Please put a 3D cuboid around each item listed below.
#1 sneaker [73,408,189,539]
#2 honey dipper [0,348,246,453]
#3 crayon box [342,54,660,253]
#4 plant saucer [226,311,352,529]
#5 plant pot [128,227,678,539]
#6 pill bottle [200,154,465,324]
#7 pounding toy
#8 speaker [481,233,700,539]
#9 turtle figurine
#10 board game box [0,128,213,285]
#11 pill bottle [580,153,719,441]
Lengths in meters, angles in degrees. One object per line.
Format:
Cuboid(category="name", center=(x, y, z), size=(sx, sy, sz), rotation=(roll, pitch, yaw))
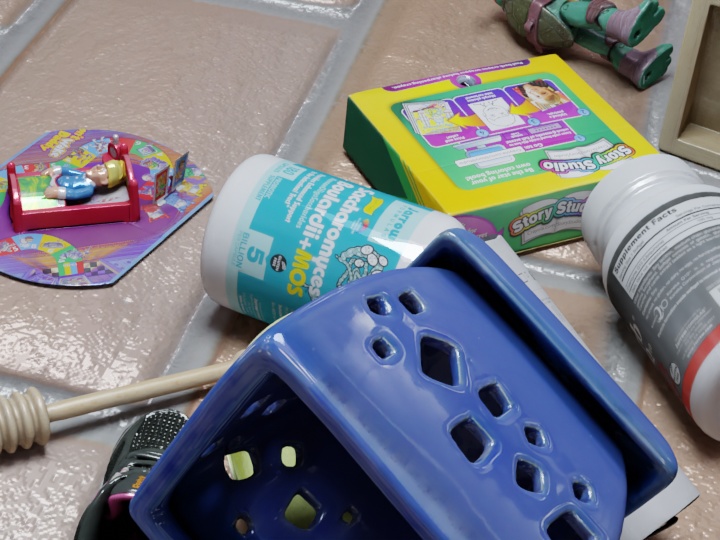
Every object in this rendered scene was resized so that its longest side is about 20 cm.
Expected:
Cuboid(category="sneaker", center=(-0.121, 0.143, 0.891), size=(0.080, 0.087, 0.201), rotation=(7, 37, -2))
Cuboid(category="honey dipper", center=(-0.153, 0.079, 1.012), size=(0.199, 0.038, 0.038), rotation=(-14, 42, -27))
Cuboid(category="crayon box", center=(0.112, -0.090, 1.244), size=(0.199, 0.059, 0.173), rotation=(-13, 43, -23))
Cuboid(category="plant saucer", center=(0.009, 0.111, 0.952), size=(0.199, 0.031, 0.201), rotation=(12, 52, -16))
Cuboid(category="plant pot", center=(0.030, 0.108, 0.815), size=(0.200, 0.200, 0.180), rotation=(47, 48, 6))
Cuboid(category="pill bottle", center=(0.000, 0.000, 1.071), size=(0.199, 0.111, 0.111), rotation=(19, 39, 16))
Cuboid(category="pounding toy", center=(0.369, -0.184, 1.282), size=(0.183, 0.201, 0.142), rotation=(22, 40, 20))
Cuboid(category="speaker", center=(0.113, 0.079, 0.948), size=(0.081, 0.081, 0.200), rotation=(-29, 76, -36))
Cuboid(category="turtle figurine", center=(0.185, -0.242, 1.422), size=(0.200, 0.101, 0.149), rotation=(37, 7, 32))
Cuboid(category="board game box", center=(-0.211, -0.067, 1.183), size=(0.157, 0.039, 0.200), rotation=(23, 40, 20))
Cuboid(category="pill bottle", center=(0.236, 0.013, 1.082), size=(0.115, 0.116, 0.200), rotation=(-8, 39, -17))
